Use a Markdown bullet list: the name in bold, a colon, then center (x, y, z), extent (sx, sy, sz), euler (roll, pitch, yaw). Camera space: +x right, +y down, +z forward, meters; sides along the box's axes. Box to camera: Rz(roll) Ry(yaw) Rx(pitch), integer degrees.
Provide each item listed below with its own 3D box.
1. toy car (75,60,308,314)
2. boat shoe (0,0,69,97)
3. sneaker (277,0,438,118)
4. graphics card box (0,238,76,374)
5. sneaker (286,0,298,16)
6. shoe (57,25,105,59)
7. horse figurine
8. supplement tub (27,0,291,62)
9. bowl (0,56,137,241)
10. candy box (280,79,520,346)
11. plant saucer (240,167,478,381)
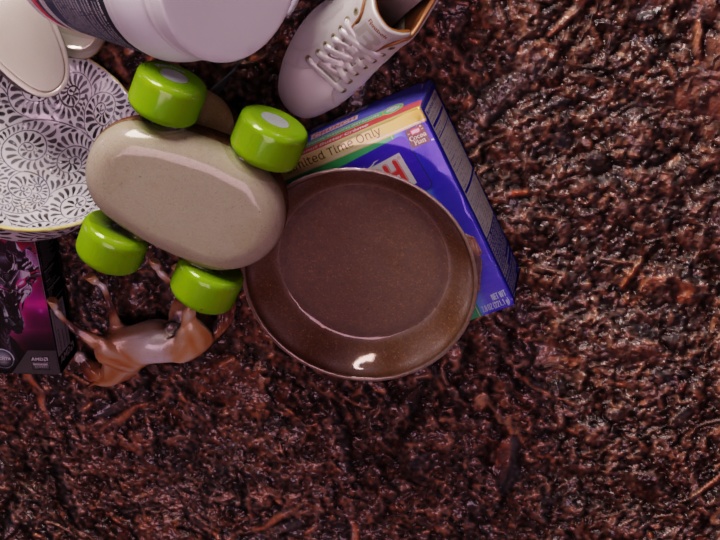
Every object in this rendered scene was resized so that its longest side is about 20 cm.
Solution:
- **toy car**: center (-0.127, -0.093, 0.963), extent (0.158, 0.200, 0.164), euler (23, 116, -7)
- **boat shoe**: center (-0.315, -0.228, 0.994), extent (0.067, 0.057, 0.200), euler (-41, 97, -11)
- **sneaker**: center (-0.004, -0.195, 0.960), extent (0.073, 0.085, 0.200), euler (38, 117, -13)
- **graphics card box**: center (-0.352, 0.003, 1.128), extent (0.125, 0.051, 0.200), euler (1, 117, 8)
- **sneaker**: center (-0.030, -0.267, 0.935), extent (0.200, 0.075, 0.115), euler (2, 117, 13)
- **shoe**: center (-0.247, -0.269, 0.975), extent (0.070, 0.053, 0.200), euler (4, 117, 7)
- **horse figurine**: center (-0.200, 0.051, 1.126), extent (0.200, 0.050, 0.133), euler (-16, 125, 9)
- **supplement tub**: center (-0.157, -0.234, 0.877), extent (0.200, 0.140, 0.140), euler (24, 126, 41)
- **bowl**: center (-0.292, -0.095, 1.017), extent (0.201, 0.201, 0.094), euler (26, 144, -5)
- **candy box**: center (0.024, -0.040, 1.036), extent (0.169, 0.077, 0.200), euler (-21, 110, 19)
- **plant saucer**: center (0.000, 0.000, 0.996), extent (0.200, 0.037, 0.201), euler (4, 118, 7)
